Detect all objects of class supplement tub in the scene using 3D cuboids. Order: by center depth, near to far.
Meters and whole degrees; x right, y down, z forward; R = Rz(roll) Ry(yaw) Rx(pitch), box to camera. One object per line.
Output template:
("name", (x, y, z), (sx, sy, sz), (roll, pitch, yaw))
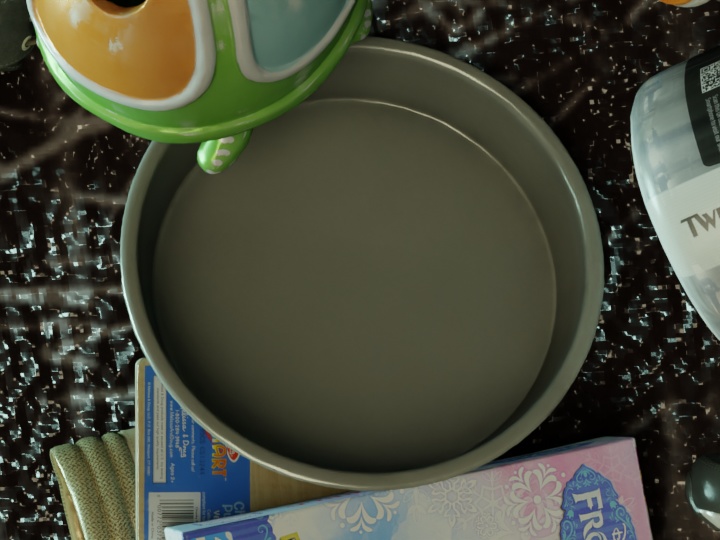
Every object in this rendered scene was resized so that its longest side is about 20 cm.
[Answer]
("supplement tub", (0.215, -0.055, 1.039), (0.199, 0.123, 0.123), (-24, 97, 21))

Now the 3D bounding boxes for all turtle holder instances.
("turtle holder", (-0.050, -0.143, 1.065), (0.185, 0.132, 0.141), (-30, 69, -12))

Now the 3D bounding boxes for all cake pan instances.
("cake pan", (0.000, 0.000, 1.103), (0.198, 0.037, 0.202), (2, 67, -5))

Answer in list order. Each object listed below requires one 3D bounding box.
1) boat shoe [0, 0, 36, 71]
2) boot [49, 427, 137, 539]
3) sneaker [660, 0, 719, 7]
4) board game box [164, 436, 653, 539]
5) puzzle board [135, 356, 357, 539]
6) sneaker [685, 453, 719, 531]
("boat shoe", (-0.166, -0.109, 1.170), (0.056, 0.069, 0.200), (35, 117, -4))
("boot", (-0.040, 0.145, 1.154), (0.154, 0.073, 0.201), (-20, 96, -17))
("sneaker", (0.157, -0.199, 1.053), (0.076, 0.091, 0.202), (5, 88, 57))
("board game box", (0.035, 0.185, 1.100), (0.198, 0.041, 0.202), (-11, 90, -15))
("puzzle board", (-0.021, 0.136, 1.118), (0.149, 0.017, 0.202), (0, 87, -15))
("sneaker", (0.228, 0.065, 1.072), (0.198, 0.074, 0.085), (-5, 96, 8))
